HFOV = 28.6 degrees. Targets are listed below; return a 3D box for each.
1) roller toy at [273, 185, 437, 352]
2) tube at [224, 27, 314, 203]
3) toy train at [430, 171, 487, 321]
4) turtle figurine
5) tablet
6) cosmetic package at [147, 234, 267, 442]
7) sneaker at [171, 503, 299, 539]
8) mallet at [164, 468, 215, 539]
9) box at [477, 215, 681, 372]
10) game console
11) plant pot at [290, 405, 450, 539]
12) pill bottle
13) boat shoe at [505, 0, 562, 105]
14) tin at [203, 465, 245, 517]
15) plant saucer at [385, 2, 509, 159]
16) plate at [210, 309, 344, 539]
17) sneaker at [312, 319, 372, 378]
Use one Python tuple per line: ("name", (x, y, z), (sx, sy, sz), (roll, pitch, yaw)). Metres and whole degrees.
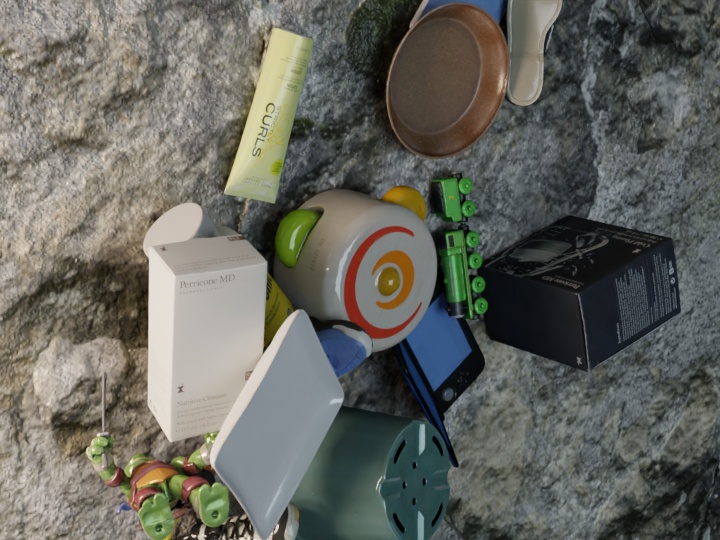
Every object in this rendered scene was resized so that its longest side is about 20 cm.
("roller toy", (0.000, 0.000, 1.727), (0.198, 0.139, 0.185), (-23, 117, -34))
("tube", (-0.102, -0.180, 1.653), (0.057, 0.052, 0.203), (17, 98, -1))
("toy train", (0.129, -0.029, 1.875), (0.056, 0.042, 0.203), (-11, 98, -29))
("turtle figurine", (-0.221, 0.203, 1.563), (0.143, 0.194, 0.202), (27, 92, -29))
("tablet", (0.146, -0.363, 1.832), (0.130, 0.014, 0.202), (36, 79, -41))
("cosmetic package", (-0.167, 0.070, 1.520), (0.111, 0.081, 0.203), (-10, 121, -25))
("sneaker", (-0.156, 0.324, 1.666), (0.087, 0.199, 0.076), (32, 41, -29))
("mallet", (-0.224, 0.320, 1.638), (0.041, 0.065, 0.202), (40, 55, -38))
("box", (0.302, 0.027, 1.951), (0.195, 0.199, 0.126), (-28, 117, -31))
("game console", (0.111, 0.125, 1.872), (0.171, 0.118, 0.201), (-44, 127, -22))
("plant pot", (-0.007, 0.252, 1.720), (0.199, 0.194, 0.204), (1, 89, -53))
("pill bottle", (-0.161, 0.021, 1.616), (0.112, 0.111, 0.201), (-50, 128, -18))
("boat shoe", (0.223, -0.322, 1.887), (0.071, 0.063, 0.203), (8, 96, -6))
("tin", (-0.136, 0.287, 1.763), (0.112, 0.042, 0.201), (-42, 126, -18))
("plant saucer", (0.105, -0.245, 1.804), (0.198, 0.037, 0.203), (-16, 118, -32))
("plate", (-0.095, 0.168, 1.551), (0.201, 0.032, 0.200), (-60, 151, -24))
("sneaker", (-0.069, 0.121, 1.664), (0.076, 0.198, 0.078), (50, 32, -25))
